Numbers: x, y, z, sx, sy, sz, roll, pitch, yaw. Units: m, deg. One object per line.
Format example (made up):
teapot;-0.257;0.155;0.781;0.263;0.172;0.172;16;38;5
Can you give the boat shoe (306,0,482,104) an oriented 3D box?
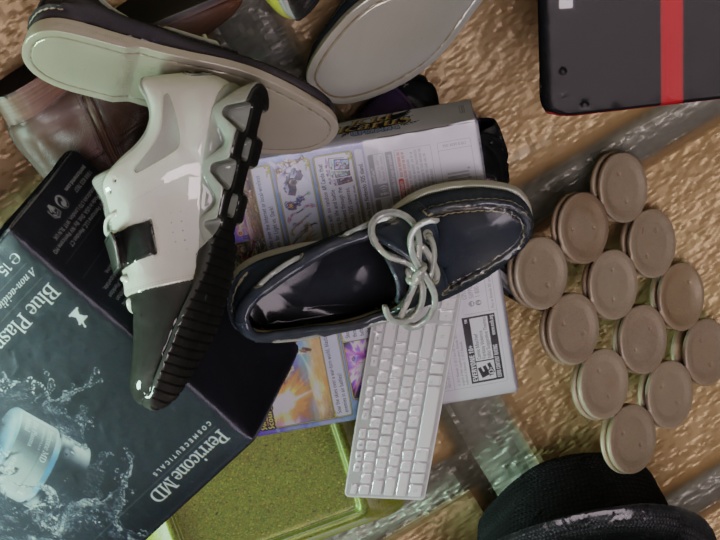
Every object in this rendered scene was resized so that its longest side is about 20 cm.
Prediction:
boat shoe;0.037;-0.192;1.290;0.075;0.062;0.200;30;112;-37

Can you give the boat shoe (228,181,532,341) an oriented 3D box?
boat shoe;0.015;-0.003;1.221;0.199;0.062;0.075;-13;107;-5

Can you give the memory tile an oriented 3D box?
memory tile;0.184;0.029;1.395;0.153;0.017;0.200;-45;117;-30

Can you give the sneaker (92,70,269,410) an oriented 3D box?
sneaker;-0.119;-0.020;1.166;0.088;0.074;0.201;12;83;11

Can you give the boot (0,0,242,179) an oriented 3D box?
boot;-0.121;-0.076;1.307;0.186;0.064;0.200;-27;117;0

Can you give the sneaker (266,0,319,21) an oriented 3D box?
sneaker;-0.075;-0.245;1.248;0.078;0.090;0.200;-55;140;-34

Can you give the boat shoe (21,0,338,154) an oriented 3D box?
boat shoe;-0.105;-0.129;1.211;0.199;0.063;0.073;16;142;-15

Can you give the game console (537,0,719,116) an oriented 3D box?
game console;0.195;-0.199;1.233;0.176;0.031;0.201;-6;112;-4

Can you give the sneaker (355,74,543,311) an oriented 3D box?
sneaker;0.082;-0.053;1.353;0.200;0.076;0.088;39;92;-23

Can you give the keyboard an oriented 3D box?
keyboard;0.030;0.063;1.302;0.056;0.011;0.201;6;114;-6

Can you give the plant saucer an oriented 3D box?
plant saucer;-0.081;0.128;1.401;0.199;0.048;0.200;-19;114;-4

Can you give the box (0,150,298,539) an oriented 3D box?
box;-0.183;0.070;1.266;0.200;0.118;0.197;41;119;-10

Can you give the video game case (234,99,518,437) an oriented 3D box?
video game case;0.000;0.000;1.301;0.181;0.045;0.201;-10;115;1

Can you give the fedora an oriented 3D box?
fedora;0.155;0.196;1.443;0.200;0.092;0.201;-5;140;-4
